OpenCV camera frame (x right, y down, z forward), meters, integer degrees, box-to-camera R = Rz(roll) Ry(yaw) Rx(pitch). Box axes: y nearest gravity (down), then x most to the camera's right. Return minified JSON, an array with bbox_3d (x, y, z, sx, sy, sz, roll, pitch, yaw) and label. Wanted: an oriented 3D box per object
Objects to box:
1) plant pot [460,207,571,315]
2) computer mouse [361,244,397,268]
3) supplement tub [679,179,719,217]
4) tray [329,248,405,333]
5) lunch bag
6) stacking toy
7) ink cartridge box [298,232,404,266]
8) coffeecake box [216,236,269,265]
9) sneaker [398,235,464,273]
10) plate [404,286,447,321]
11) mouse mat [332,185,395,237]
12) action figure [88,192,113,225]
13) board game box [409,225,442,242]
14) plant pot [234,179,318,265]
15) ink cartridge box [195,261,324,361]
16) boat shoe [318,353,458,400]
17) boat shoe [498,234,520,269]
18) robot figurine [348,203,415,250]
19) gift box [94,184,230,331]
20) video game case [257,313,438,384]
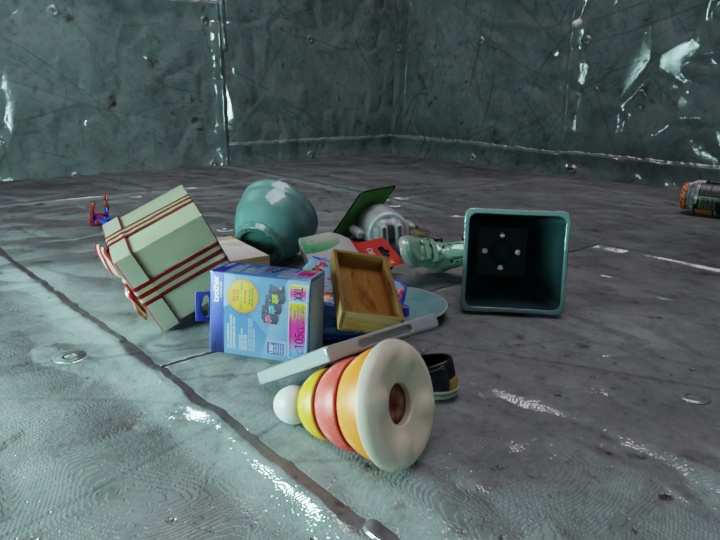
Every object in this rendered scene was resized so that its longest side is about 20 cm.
[{"bbox_3d":[0.300,-0.030,1.252,0.195,0.197,0.200,3,8,6],"label":"plant pot"},{"bbox_3d":[0.000,0.000,1.366,0.200,0.053,0.138,-26,31,-33],"label":"computer mouse"},{"bbox_3d":[1.244,-0.253,2.165,0.200,0.123,0.122,15,21,37],"label":"supplement tub"},{"bbox_3d":[0.006,0.033,1.007,0.098,0.037,0.200,8,29,-11],"label":"tray"},{"bbox_3d":[-0.013,0.053,1.068,0.199,0.094,0.151,6,27,13],"label":"lunch bag"},{"bbox_3d":[-0.024,0.159,0.742,0.200,0.147,0.146,-8,8,37],"label":"stacking toy"},{"bbox_3d":[-0.024,-0.042,1.345,0.199,0.050,0.161,-14,28,-10],"label":"ink cartridge box"},{"bbox_3d":[-0.307,-0.012,1.329,0.153,0.073,0.200,-11,21,-33],"label":"coffeecake box"},{"bbox_3d":[0.170,-0.048,1.340,0.118,0.074,0.200,-18,-19,31],"label":"sneaker"},{"bbox_3d":[0.065,0.071,1.167,0.200,0.026,0.200,2,16,-1],"label":"plate"},{"bbox_3d":[0.002,-0.153,1.673,0.161,0.200,0.008,-19,64,-50],"label":"mouse mat"},{"bbox_3d":[-0.743,-0.169,1.794,0.200,0.099,0.065,14,19,43],"label":"action figure"},{"bbox_3d":[0.134,-0.099,1.738,0.120,0.032,0.200,-10,20,-20],"label":"board game box"},{"bbox_3d":[-0.218,-0.097,1.465,0.200,0.201,0.134,7,44,18],"label":"plant pot"},{"bbox_3d":[-0.162,0.064,0.976,0.199,0.137,0.076,6,12,16],"label":"ink cartridge box"},{"bbox_3d":[0.038,0.141,0.864,0.199,0.062,0.075,1,17,7],"label":"boat shoe"},{"bbox_3d":[0.369,-0.060,1.517,0.074,0.086,0.202,8,18,22],"label":"boat shoe"},{"bbox_3d":[0.057,-0.111,1.617,0.169,0.113,0.200,-4,17,-11],"label":"robot figurine"},{"bbox_3d":[-0.348,-0.021,1.104,0.187,0.185,0.200,-32,32,-12],"label":"gift box"},{"bbox_3d":[-0.021,0.109,0.842,0.182,0.022,0.200,-13,-10,-36],"label":"video game case"}]
